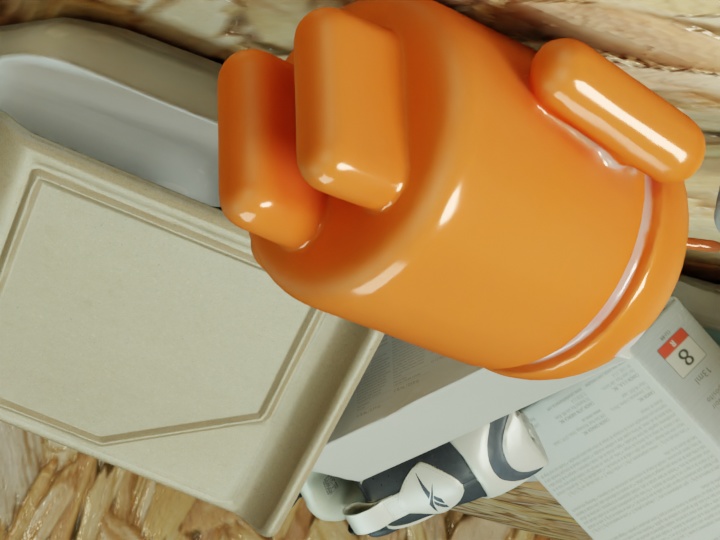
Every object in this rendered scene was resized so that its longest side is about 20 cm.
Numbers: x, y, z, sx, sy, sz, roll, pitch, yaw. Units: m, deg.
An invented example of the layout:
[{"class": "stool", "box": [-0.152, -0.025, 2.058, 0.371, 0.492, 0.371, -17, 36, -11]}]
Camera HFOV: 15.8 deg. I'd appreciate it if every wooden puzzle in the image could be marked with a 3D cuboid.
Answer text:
[{"class": "wooden puzzle", "box": [-0.100, 0.025, 1.203, 0.200, 0.037, 0.185, 25, 134, -2]}]

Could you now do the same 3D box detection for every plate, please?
[{"class": "plate", "box": [-0.096, -0.071, 1.144, 0.200, 0.032, 0.199, 19, 171, -31]}]

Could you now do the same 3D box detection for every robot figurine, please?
[{"class": "robot figurine", "box": [0.040, -0.027, 0.927, 0.200, 0.144, 0.117, 21, -162, -42]}]

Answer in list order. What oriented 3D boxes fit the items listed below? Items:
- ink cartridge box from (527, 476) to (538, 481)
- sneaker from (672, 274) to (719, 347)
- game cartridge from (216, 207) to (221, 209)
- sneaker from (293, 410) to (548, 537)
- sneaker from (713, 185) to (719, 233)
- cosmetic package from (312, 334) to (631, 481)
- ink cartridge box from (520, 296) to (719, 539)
[{"class": "ink cartridge box", "box": [0.050, 0.067, 1.513, 0.196, 0.043, 0.200, -7, 148, 34]}, {"class": "sneaker", "box": [0.164, 0.051, 1.362, 0.074, 0.082, 0.200, 12, 172, 2]}, {"class": "game cartridge", "box": [-0.114, 0.015, 1.348, 0.133, 0.042, 0.200, 17, -146, -4]}, {"class": "sneaker", "box": [0.010, 0.070, 1.344, 0.080, 0.129, 0.199, 59, -177, -36]}, {"class": "sneaker", "box": [0.189, 0.012, 0.946, 0.075, 0.115, 0.200, 18, 171, -28]}, {"class": "cosmetic package", "box": [0.042, 0.030, 1.199, 0.051, 0.083, 0.200, 15, 153, -34]}, {"class": "ink cartridge box", "box": [0.177, 0.118, 1.314, 0.200, 0.050, 0.162, 45, 152, -2]}]
